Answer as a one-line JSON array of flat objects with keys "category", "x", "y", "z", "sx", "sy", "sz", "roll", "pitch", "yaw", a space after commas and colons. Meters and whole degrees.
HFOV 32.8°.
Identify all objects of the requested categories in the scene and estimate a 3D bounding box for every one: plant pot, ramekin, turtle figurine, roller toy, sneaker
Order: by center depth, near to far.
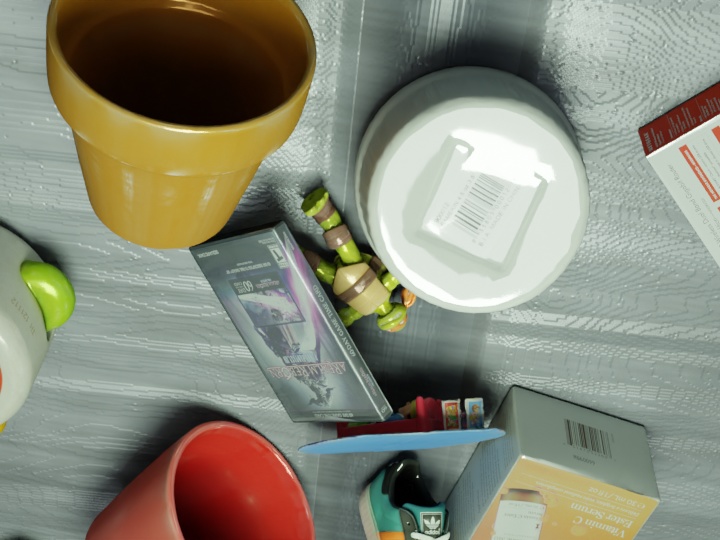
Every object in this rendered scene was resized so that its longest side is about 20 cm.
[{"category": "plant pot", "x": -0.150, "y": -0.122, "z": 0.970, "sx": 0.199, "sy": 0.201, "sz": 0.184, "roll": 13, "pitch": 140, "yaw": -6}, {"category": "ramekin", "x": 0.094, "y": -0.062, "z": 1.007, "sx": 0.199, "sy": 0.098, "sz": 0.202, "roll": 0, "pitch": 106, "yaw": -1}, {"category": "turtle figurine", "x": 0.000, "y": 0.000, "z": 1.110, "sx": 0.200, "sy": 0.065, "sz": 0.161, "roll": -37, "pitch": 110, "yaw": 23}, {"category": "roller toy", "x": -0.380, "y": 0.056, "z": 1.120, "sx": 0.182, "sy": 0.140, "sz": 0.200, "roll": 29, "pitch": 122, "yaw": -16}, {"category": "sneaker", "x": 0.057, "y": 0.279, "z": 1.222, "sx": 0.071, "sy": 0.201, "sz": 0.080, "roll": 8, "pitch": 132, "yaw": -34}, {"category": "plant pot", "x": -0.174, "y": 0.278, "z": 1.245, "sx": 0.177, "sy": 0.201, "sz": 0.200, "roll": -31, "pitch": 118, "yaw": 31}]

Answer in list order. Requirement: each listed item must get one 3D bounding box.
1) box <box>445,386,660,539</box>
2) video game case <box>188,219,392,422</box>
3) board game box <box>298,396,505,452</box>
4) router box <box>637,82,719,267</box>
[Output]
[{"category": "box", "x": 0.186, "y": 0.241, "z": 1.243, "sx": 0.151, "sy": 0.107, "sz": 0.201, "roll": 17, "pitch": 123, "yaw": -9}, {"category": "video game case", "x": -0.065, "y": 0.052, "z": 1.103, "sx": 0.143, "sy": 0.019, "sz": 0.201, "roll": -10, "pitch": 114, "yaw": 52}, {"category": "board game box", "x": 0.038, "y": 0.148, "z": 1.182, "sx": 0.199, "sy": 0.039, "sz": 0.158, "roll": 0, "pitch": 166, "yaw": -19}, {"category": "router box", "x": 0.365, "y": -0.083, "z": 1.045, "sx": 0.179, "sy": 0.049, "sz": 0.200, "roll": -29, "pitch": 118, "yaw": 21}]
